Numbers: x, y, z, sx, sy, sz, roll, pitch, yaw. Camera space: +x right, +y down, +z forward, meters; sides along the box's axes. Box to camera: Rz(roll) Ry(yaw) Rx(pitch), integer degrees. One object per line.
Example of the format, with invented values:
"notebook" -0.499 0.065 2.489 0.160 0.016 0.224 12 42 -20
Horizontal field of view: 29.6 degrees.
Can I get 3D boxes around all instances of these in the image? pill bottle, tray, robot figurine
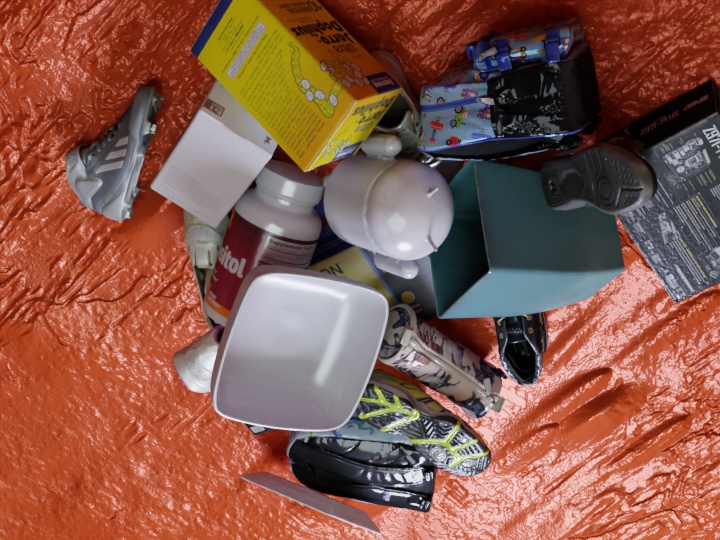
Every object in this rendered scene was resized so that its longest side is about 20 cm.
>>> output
"pill bottle" -0.114 -0.028 1.685 0.112 0.113 0.202 19 106 -3
"tray" -0.066 0.309 1.852 0.199 0.022 0.107 12 168 47
"robot figurine" 0.033 -0.077 1.586 0.112 0.199 0.172 -21 112 -27

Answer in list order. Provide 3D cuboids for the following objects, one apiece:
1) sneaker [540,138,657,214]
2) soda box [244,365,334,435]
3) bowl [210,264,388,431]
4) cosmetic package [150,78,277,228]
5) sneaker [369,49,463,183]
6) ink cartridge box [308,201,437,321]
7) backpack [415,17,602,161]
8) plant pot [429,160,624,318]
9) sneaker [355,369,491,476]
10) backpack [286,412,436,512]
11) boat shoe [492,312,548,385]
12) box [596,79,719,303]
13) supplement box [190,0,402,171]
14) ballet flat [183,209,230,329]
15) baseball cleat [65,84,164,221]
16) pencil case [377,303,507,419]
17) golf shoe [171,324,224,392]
"sneaker" 0.282 -0.105 1.459 0.113 0.199 0.077 -16 94 -16
"soda box" -0.081 0.154 1.808 0.199 0.071 0.064 -22 116 40
"bowl" -0.081 0.087 1.642 0.198 0.075 0.202 11 108 -27
"cosmetic package" -0.168 -0.140 1.618 0.101 0.075 0.200 32 145 -12
"sneaker" 0.054 -0.157 1.607 0.072 0.085 0.201 -28 115 22
"ink cartridge box" 0.000 0.000 1.741 0.196 0.047 0.201 -25 118 25
"backpack" 0.155 -0.195 1.510 0.197 0.182 0.136 -7 102 21
"plant pot" 0.199 -0.031 1.600 0.197 0.143 0.141 3 155 -21
"sneaker" 0.086 0.187 1.737 0.199 0.077 0.076 35 117 -9
"backpack" -0.001 0.241 1.846 0.197 0.155 0.164 -4 137 -3
"boat shoe" 0.193 0.043 1.706 0.070 0.091 0.202 -13 119 17
"box" 0.388 -0.089 1.589 0.163 0.086 0.201 -28 113 26
"supplement box" -0.072 -0.225 1.525 0.200 0.109 0.110 46 122 11
"ballet flat" -0.188 -0.004 1.759 0.067 0.063 0.202 -4 121 15
"baseball cleat" -0.309 -0.149 1.683 0.105 0.070 0.202 19 123 -3
"pencil case" 0.101 0.117 1.743 0.199 0.079 0.089 34 164 -35
"golf shoe" -0.149 0.102 1.750 0.091 0.199 0.076 -44 74 30
